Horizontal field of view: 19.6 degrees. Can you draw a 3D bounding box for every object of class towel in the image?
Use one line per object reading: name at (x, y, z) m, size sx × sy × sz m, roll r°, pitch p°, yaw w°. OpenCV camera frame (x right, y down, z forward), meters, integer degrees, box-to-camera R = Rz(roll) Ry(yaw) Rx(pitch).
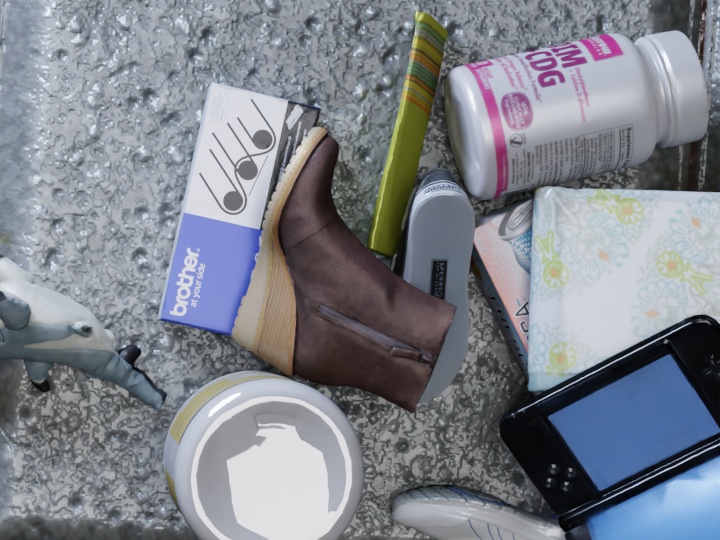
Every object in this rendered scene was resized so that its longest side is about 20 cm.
towel at (0.238, 0.020, 1.700) m, size 0.200 × 0.048 × 0.171 m, roll 2°, pitch 85°, yaw 2°
towel at (0.036, -0.112, 1.726) m, size 0.018 × 0.086 × 0.200 m, roll 12°, pitch 88°, yaw 15°

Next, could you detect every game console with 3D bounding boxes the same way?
game console at (0.233, 0.163, 1.640) m, size 0.200 × 0.116 × 0.176 m, roll -29°, pitch 113°, yaw 17°

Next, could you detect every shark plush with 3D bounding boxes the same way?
shark plush at (-0.253, 0.060, 1.707) m, size 0.200 × 0.091 × 0.083 m, roll 23°, pitch 107°, yaw -29°

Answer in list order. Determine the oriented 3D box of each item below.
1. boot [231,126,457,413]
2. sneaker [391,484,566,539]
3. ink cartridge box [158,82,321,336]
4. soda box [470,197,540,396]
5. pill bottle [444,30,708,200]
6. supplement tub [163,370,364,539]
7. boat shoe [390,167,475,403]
boot at (0.000, 0.000, 1.666) m, size 0.166 × 0.072 × 0.200 m, roll 19°, pitch 103°, yaw 5°
sneaker at (0.118, 0.234, 1.745) m, size 0.200 × 0.075 × 0.087 m, roll 18°, pitch 92°, yaw -8°
ink cartridge box at (-0.100, -0.047, 1.721) m, size 0.094 × 0.044 × 0.200 m, roll 12°, pitch 89°, yaw -8°
soda box at (0.156, 0.041, 1.754) m, size 0.068 × 0.064 × 0.200 m, roll -27°, pitch 95°, yaw -8°
pill bottle at (0.179, -0.134, 1.732) m, size 0.200 × 0.113 × 0.114 m, roll -13°, pitch 92°, yaw -9°
supplement tub at (-0.081, 0.153, 1.646) m, size 0.145 × 0.200 × 0.146 m, roll 0°, pitch 90°, yaw -9°
boat shoe at (0.053, 0.012, 1.732) m, size 0.074 × 0.068 × 0.200 m, roll 0°, pitch 115°, yaw -5°
